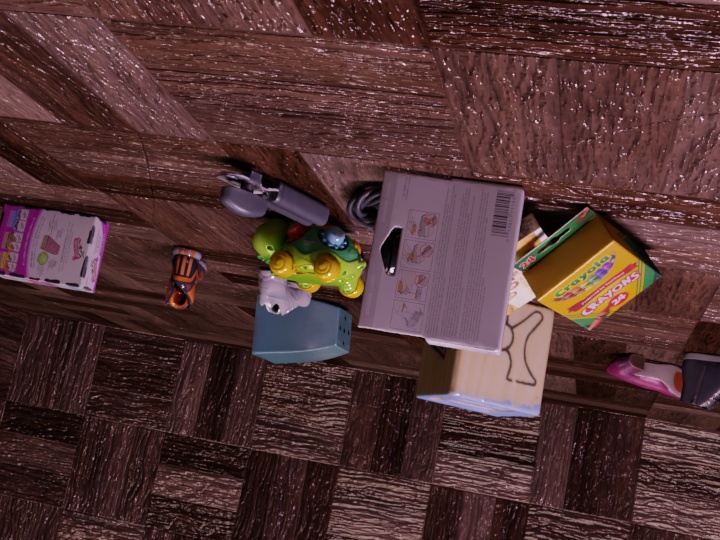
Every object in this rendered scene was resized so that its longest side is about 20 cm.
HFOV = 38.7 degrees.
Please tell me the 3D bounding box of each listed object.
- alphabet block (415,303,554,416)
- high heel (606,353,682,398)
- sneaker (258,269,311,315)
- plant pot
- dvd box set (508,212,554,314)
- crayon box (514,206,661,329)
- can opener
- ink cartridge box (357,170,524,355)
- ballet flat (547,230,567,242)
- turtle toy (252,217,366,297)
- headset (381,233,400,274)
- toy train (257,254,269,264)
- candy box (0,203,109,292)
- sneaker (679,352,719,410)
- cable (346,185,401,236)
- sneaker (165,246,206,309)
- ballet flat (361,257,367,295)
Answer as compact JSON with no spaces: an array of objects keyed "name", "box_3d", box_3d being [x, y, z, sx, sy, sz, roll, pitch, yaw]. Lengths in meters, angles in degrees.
[{"name":"alphabet block","box_3d":[0.235,0.160,1.952,0.193,0.203,0.196,15,168,-17]},{"name":"high heel","box_3d":[0.643,0.238,2.262,0.198,0.068,0.096,30,155,-12]},{"name":"sneaker","box_3d":[-0.165,0.056,2.147,0.069,0.082,0.200,4,168,24]},{"name":"plant pot","box_3d":[-0.127,0.135,2.365,0.197,0.144,0.141,-1,165,20]},{"name":"dvd box set","box_3d":[0.173,0.019,1.359,0.199,0.030,0.146,-33,144,12]},{"name":"crayon box","box_3d":[0.296,0.002,1.336,0.127,0.051,0.199,-40,144,21]},{"name":"can opener","box_3d":[-0.124,-0.089,1.428,0.053,0.068,0.199,2,165,39]},{"name":"ink cartridge box","box_3d":[0.100,-0.011,1.250,0.173,0.203,0.045,9,170,11]},{"name":"ballet flat","box_3d":[0.226,-0.017,1.448,0.198,0.065,0.067,-1,164,45]},{"name":"turtle toy","box_3d":[-0.081,-0.027,1.601,0.197,0.103,0.146,7,169,21]},{"name":"headset","box_3d":[0.078,-0.025,1.375,0.122,0.095,0.200,9,178,7]},{"name":"toy train","box_3d":[-0.122,-0.018,1.850,0.056,0.042,0.200,-6,162,23]},{"name":"candy box","box_3d":[-0.585,-0.042,1.929,0.197,0.138,0.061,9,170,14]},{"name":"sneaker","box_3d":[0.736,0.229,2.033,0.198,0.108,0.075,4,167,33]},{"name":"cable","box_3d":[0.055,-0.065,1.416,0.161,0.052,0.200,14,169,-14]},{"name":"sneaker","box_3d":[-0.365,0.025,2.099,0.076,0.114,0.200,11,169,0]},{"name":"ballet flat","box_3d":[0.000,0.000,1.819,0.067,0.046,0.200,40,173,21]}]
